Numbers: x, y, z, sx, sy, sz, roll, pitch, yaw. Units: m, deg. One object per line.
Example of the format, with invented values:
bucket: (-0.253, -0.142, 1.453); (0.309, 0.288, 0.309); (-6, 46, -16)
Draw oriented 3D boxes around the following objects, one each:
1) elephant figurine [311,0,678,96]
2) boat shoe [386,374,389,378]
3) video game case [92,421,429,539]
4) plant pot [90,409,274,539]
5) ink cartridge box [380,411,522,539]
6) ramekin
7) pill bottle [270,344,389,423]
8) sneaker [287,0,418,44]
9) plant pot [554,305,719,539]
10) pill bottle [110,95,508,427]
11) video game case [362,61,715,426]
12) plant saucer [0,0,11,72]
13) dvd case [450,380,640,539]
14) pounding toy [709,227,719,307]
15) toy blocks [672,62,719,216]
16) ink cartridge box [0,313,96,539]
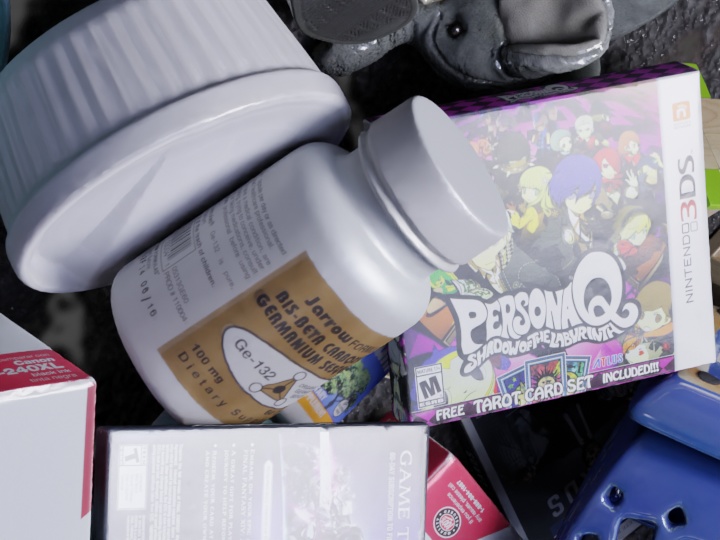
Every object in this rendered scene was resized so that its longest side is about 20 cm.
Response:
elephant figurine: (0.101, -0.153, 1.459); (0.141, 0.155, 0.200); (40, 81, -43)
boat shoe: (0.093, 0.037, 1.553); (0.199, 0.069, 0.074); (-3, 96, -21)
video game case: (-0.052, 0.154, 1.320); (0.199, 0.019, 0.144); (1, 92, -33)
plant pot: (-0.081, 0.179, 1.415); (0.201, 0.134, 0.200); (-56, 169, -17)
ink cartridge box: (0.005, 0.215, 1.569); (0.200, 0.083, 0.145); (-45, 127, -9)
ramekin: (-0.113, -0.078, 1.323); (0.202, 0.095, 0.202); (-27, 166, -7)
pill bottle: (0.000, 0.000, 1.468); (0.200, 0.112, 0.112); (-45, 126, -9)
sneaker: (-0.041, -0.209, 1.363); (0.083, 0.121, 0.200); (-24, 153, 19)
plant pot: (0.239, 0.142, 1.537); (0.200, 0.199, 0.181); (-47, 158, -64)
pill bottle: (-0.025, -0.003, 1.323); (0.200, 0.115, 0.114); (-33, 129, 17)
video game case: (0.107, -0.015, 1.420); (0.199, 0.036, 0.182); (-11, 108, -16)
plant saucer: (-0.281, -0.124, 1.283); (0.199, 0.036, 0.201); (-12, 115, -28)
dvd case: (0.144, 0.107, 1.661); (0.150, 0.025, 0.201); (-36, 124, -15)
pounding toy: (0.370, -0.001, 1.661); (0.200, 0.184, 0.142); (-46, 127, -8)
toy blocks: (0.167, -0.054, 1.552); (0.199, 0.100, 0.137); (-2, 155, -48)
ink cartridge box: (-0.225, 0.093, 1.308); (0.083, 0.200, 0.146); (-10, 115, -33)
